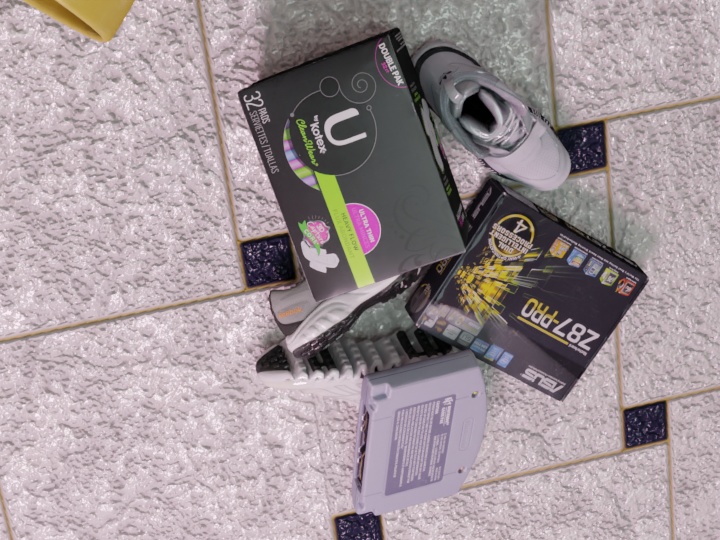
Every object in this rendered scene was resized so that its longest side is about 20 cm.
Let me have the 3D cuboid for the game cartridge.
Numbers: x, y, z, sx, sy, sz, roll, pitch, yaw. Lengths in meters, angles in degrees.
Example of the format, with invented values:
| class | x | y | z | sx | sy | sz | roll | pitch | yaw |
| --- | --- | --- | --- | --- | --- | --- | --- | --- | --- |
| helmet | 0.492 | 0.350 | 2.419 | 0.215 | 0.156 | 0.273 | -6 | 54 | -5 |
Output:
| class | x | y | z | sx | sy | sz | roll | pitch | yaw |
| --- | --- | --- | --- | --- | --- | --- | --- | --- | --- |
| game cartridge | 0.061 | 0.163 | 1.606 | 0.132 | 0.041 | 0.201 | -9 | 136 | -15 |

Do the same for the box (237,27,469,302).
| class | x | y | z | sx | sy | sz | roll | pitch | yaw |
| --- | --- | --- | --- | --- | --- | --- | --- | --- | --- |
| box | -0.002 | -0.096 | 1.429 | 0.148 | 0.124 | 0.201 | -19 | 99 | 10 |

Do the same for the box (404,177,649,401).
| class | x | y | z | sx | sy | sz | roll | pitch | yaw |
| --- | --- | --- | --- | --- | --- | --- | --- | --- | --- |
| box | 0.167 | 0.022 | 1.601 | 0.199 | 0.049 | 0.162 | 29 | 105 | -26 |

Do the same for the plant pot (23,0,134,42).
| class | x | y | z | sx | sy | sz | roll | pitch | yaw |
| --- | --- | --- | --- | --- | --- | --- | --- | --- | --- |
| plant pot | -0.242 | -0.317 | 1.290 | 0.200 | 0.201 | 0.190 | 32 | 88 | -23 |

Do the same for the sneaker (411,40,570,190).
| class | x | y | z | sx | sy | sz | roll | pitch | yaw |
| --- | --- | --- | --- | --- | --- | --- | --- | --- | --- |
| sneaker | 0.132 | -0.129 | 1.492 | 0.200 | 0.115 | 0.075 | 39 | 100 | -24 |

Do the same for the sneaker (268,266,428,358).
| class | x | y | z | sx | sy | sz | roll | pitch | yaw |
| --- | --- | --- | --- | --- | --- | --- | --- | --- | --- |
| sneaker | 0.000 | 0.000 | 1.542 | 0.200 | 0.074 | 0.080 | -34 | 76 | -11 |

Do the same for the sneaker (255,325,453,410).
| class | x | y | z | sx | sy | sz | roll | pitch | yaw |
| --- | --- | --- | --- | --- | --- | --- | --- | --- | --- |
| sneaker | -0.006 | 0.108 | 1.590 | 0.199 | 0.075 | 0.082 | -1 | 123 | -12 |
